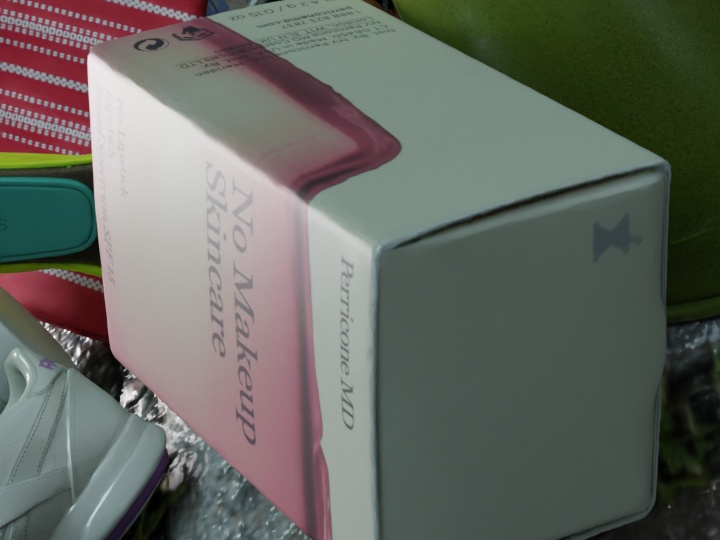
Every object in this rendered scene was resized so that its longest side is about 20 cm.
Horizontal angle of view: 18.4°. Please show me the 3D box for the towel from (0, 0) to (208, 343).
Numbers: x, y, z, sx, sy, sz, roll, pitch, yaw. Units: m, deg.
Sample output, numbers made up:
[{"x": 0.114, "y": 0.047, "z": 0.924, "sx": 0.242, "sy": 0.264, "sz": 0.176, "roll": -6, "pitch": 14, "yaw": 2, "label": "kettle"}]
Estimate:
[{"x": -0.149, "y": -0.077, "z": 1.031, "sx": 0.144, "sy": 0.022, "sz": 0.201, "roll": 18, "pitch": 102, "yaw": 19, "label": "towel"}]

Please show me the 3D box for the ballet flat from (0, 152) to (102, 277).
[{"x": -0.105, "y": -0.028, "z": 0.975, "sx": 0.199, "sy": 0.067, "sz": 0.067, "roll": 4, "pitch": 17, "yaw": -2, "label": "ballet flat"}]

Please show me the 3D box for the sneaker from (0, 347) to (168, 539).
[{"x": -0.167, "y": 0.118, "z": 0.904, "sx": 0.200, "sy": 0.100, "sz": 0.075, "roll": -53, "pitch": 8, "yaw": -32, "label": "sneaker"}]

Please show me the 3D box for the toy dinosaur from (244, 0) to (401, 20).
[{"x": 0.008, "y": -0.131, "z": 0.934, "sx": 0.200, "sy": 0.102, "sz": 0.136, "roll": -31, "pitch": 8, "yaw": -24, "label": "toy dinosaur"}]

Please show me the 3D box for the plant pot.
[{"x": 0.092, "y": -0.116, "z": 0.814, "sx": 0.200, "sy": 0.193, "sz": 0.201, "roll": -26, "pitch": 41, "yaw": 25, "label": "plant pot"}]

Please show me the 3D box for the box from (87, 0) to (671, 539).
[{"x": 0.000, "y": 0.000, "z": 0.745, "sx": 0.109, "sy": 0.128, "sz": 0.200, "roll": -15, "pitch": 29, "yaw": -27, "label": "box"}]

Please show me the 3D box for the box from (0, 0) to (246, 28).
[{"x": -0.078, "y": -0.155, "z": 1.083, "sx": 0.200, "sy": 0.101, "sz": 0.113, "roll": -28, "pitch": 33, "yaw": 23, "label": "box"}]

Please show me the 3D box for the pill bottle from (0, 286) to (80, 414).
[{"x": -0.222, "y": 0.093, "z": 0.994, "sx": 0.200, "sy": 0.111, "sz": 0.111, "roll": -45, "pitch": 37, "yaw": 2, "label": "pill bottle"}]
